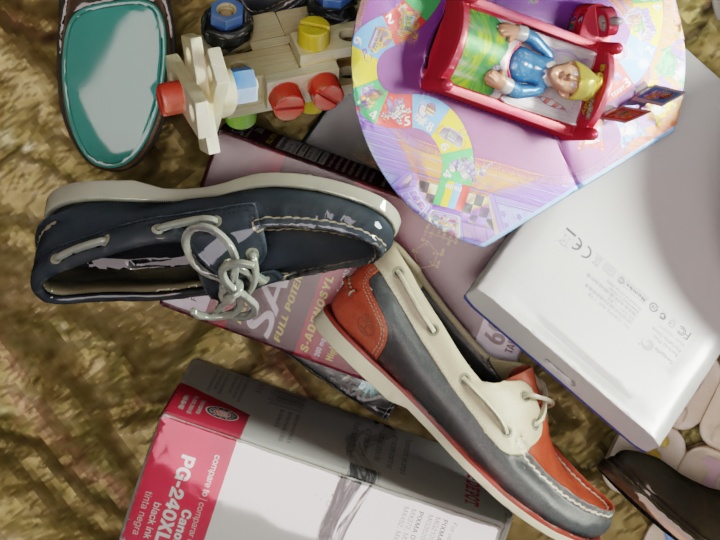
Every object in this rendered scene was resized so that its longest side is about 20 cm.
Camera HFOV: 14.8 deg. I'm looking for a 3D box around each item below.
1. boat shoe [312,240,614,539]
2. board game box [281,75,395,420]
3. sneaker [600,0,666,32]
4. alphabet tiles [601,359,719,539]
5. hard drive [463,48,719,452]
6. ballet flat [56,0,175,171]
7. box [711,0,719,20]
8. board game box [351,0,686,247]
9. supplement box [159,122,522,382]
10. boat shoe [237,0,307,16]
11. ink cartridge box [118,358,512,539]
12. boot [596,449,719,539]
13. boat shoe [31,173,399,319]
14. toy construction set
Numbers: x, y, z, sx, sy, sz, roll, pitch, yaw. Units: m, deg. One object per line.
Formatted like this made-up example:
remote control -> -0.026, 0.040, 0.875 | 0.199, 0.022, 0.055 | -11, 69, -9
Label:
boat shoe -> 0.066, 0.070, 1.492 | 0.200, 0.071, 0.063 | 42, 99, 0
board game box -> 0.017, -0.031, 1.585 | 0.135, 0.028, 0.200 | 36, 100, -3
sneaker -> 0.133, -0.200, 1.528 | 0.146, 0.081, 0.200 | 36, 97, -12
alphabet tiles -> 0.247, 0.121, 1.605 | 0.200, 0.015, 0.196 | 25, 101, 0
hard drive -> 0.161, -0.018, 1.519 | 0.132, 0.025, 0.200 | 40, 64, -7
ballet flat -> -0.137, -0.158, 1.552 | 0.068, 0.068, 0.200 | -2, 101, 5
box -> 0.248, -0.246, 1.444 | 0.171, 0.199, 0.200 | -10, 101, 5
board game box -> 0.093, -0.111, 1.453 | 0.200, 0.039, 0.158 | -31, 106, -20
supplement box -> 0.000, 0.000, 1.546 | 0.200, 0.061, 0.109 | 20, 101, 1
boat shoe -> -0.008, -0.215, 1.536 | 0.075, 0.062, 0.200 | 43, 100, -4
ink cartridge box -> -0.021, 0.131, 1.558 | 0.200, 0.145, 0.083 | 19, 100, 0
boot -> 0.236, 0.132, 1.571 | 0.200, 0.075, 0.097 | 32, 93, -12
boat shoe -> -0.079, -0.011, 1.465 | 0.200, 0.075, 0.062 | 2, 56, 12
toy construction set -> -0.023, -0.099, 1.488 | 0.200, 0.131, 0.092 | -1, 135, -24
